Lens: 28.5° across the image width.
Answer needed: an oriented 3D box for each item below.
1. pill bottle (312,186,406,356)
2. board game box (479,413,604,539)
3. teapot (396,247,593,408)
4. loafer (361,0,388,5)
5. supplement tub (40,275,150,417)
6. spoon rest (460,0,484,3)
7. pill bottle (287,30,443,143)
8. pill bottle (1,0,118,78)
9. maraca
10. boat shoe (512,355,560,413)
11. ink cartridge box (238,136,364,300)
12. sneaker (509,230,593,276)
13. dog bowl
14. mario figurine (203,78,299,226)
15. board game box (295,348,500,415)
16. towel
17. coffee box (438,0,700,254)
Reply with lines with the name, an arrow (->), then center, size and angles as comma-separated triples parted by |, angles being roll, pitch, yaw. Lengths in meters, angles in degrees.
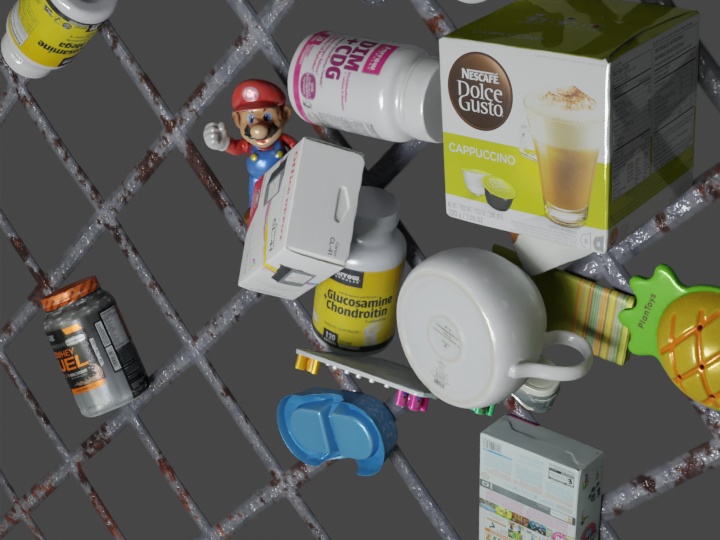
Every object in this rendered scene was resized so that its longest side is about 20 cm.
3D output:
pill bottle -> 0.000, 0.000, 1.804 | 0.111, 0.112, 0.202 | 27, 128, 29
board game box -> 0.226, 0.301, 1.794 | 0.146, 0.064, 0.203 | 20, 122, 35
teapot -> 0.150, 0.058, 1.651 | 0.197, 0.145, 0.202 | -29, 83, 53
loafer -> 0.035, -0.401, 1.612 | 0.071, 0.063, 0.202 | 13, 130, 2
supplement tub -> -0.424, 0.119, 2.244 | 0.122, 0.122, 0.202 | -15, 101, 45
spoon rest -> 0.149, -0.339, 1.541 | 0.199, 0.060, 0.101 | 17, 122, 51
pill bottle -> 0.021, -0.215, 1.672 | 0.198, 0.113, 0.115 | 16, 122, 35
pill bottle -> -0.433, -0.357, 2.009 | 0.199, 0.112, 0.113 | -34, 88, 47
maraca -> 0.367, 0.075, 1.514 | 0.199, 0.107, 0.139 | 31, 122, 27
boat shoe -> 0.159, 0.111, 1.749 | 0.199, 0.073, 0.062 | 30, 146, 27
ink cartridge box -> -0.076, -0.060, 1.734 | 0.200, 0.085, 0.150 | 145, 136, -66
sneaker -> 0.237, -0.059, 1.585 | 0.199, 0.073, 0.085 | -26, 95, 47
dog bowl -> -0.030, 0.221, 1.993 | 0.198, 0.049, 0.113 | 3, 114, 40
mario figurine -> -0.127, -0.149, 1.840 | 0.105, 0.123, 0.202 | 23, 131, 47
board game box -> 0.047, 0.142, 1.782 | 0.198, 0.199, 0.026 | 17, 93, 36
towel -> 0.237, 0.038, 1.681 | 0.198, 0.018, 0.087 | 24, 120, 33
coffee box -> 0.216, -0.162, 1.459 | 0.198, 0.199, 0.200 | 15, 121, 35
